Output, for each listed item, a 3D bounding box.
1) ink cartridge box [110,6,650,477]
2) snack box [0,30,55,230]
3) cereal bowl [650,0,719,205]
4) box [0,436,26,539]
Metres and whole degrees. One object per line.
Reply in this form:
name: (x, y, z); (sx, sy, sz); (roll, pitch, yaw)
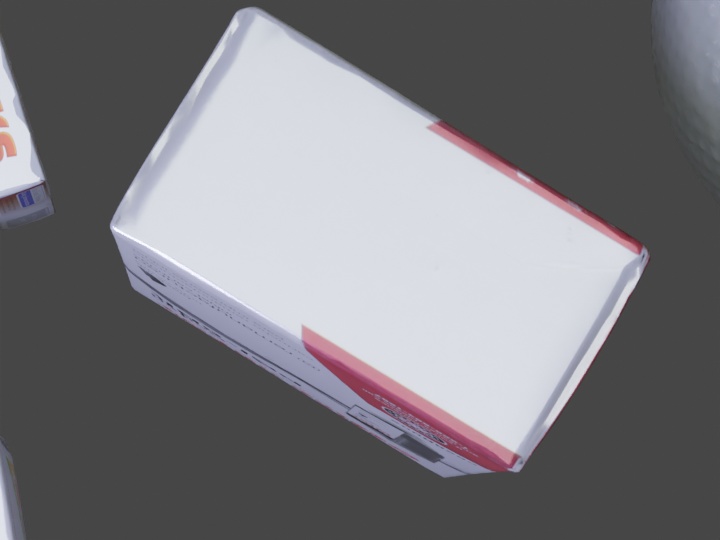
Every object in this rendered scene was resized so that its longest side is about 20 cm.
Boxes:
ink cartridge box: (0.000, 0.000, 0.814); (0.147, 0.200, 0.083); (31, 83, 0)
snack box: (-0.152, -0.116, 0.880); (0.024, 0.072, 0.200); (-18, 84, -6)
cereal bowl: (0.211, -0.095, 0.906); (0.200, 0.083, 0.200); (1, 81, -4)
box: (-0.158, 0.161, 0.824); (0.112, 0.101, 0.200); (-10, 83, -6)
